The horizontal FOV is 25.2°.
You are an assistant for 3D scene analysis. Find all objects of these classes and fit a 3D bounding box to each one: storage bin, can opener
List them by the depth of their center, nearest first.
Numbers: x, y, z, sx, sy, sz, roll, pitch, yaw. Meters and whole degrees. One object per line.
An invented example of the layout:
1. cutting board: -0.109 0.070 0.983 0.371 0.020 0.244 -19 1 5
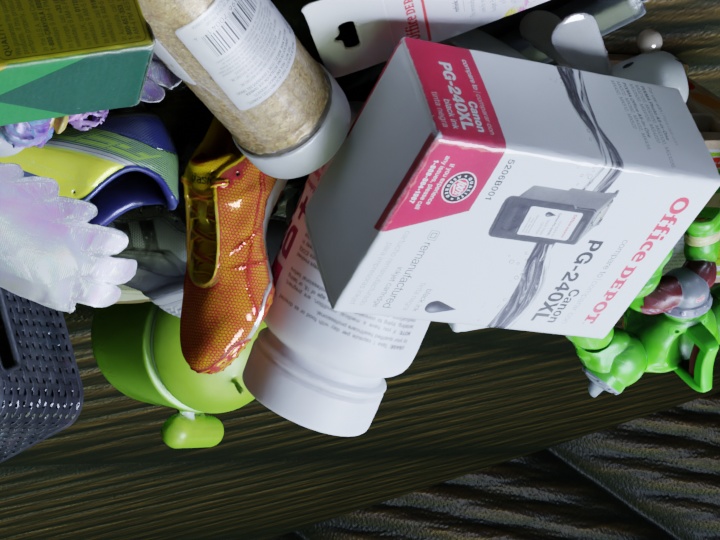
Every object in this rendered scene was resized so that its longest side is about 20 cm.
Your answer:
1. can opener: 0.161 -0.192 1.055 0.199 0.053 0.066 -28 129 23
2. storage bin: -0.320 0.082 1.209 0.199 0.136 0.094 -27 161 25

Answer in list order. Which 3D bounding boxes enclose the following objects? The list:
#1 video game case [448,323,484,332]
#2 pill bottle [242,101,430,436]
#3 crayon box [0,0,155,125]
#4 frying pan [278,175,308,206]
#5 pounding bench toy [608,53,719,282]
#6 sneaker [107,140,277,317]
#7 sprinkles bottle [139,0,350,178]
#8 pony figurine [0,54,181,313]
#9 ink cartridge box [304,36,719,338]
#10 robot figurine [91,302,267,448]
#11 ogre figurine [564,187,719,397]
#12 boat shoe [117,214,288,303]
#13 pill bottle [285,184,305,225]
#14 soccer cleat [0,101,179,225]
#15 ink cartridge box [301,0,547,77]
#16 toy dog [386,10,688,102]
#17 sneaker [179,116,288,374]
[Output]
1. video game case: 0.105 -0.027 1.258 0.142 0.200 0.018 -9 127 -15
2. pill bottle: 0.000 0.000 1.068 0.113 0.113 0.201 4 113 -53
3. crayon box: -0.204 -0.122 0.704 0.198 0.128 0.051 -11 155 -23
4. frying pan: -0.049 -0.087 1.176 0.114 0.031 0.190 -15 166 -21
5. pounding bench toy: 0.197 -0.082 1.217 0.199 0.156 0.125 -4 125 -41
6. sneaker: -0.156 -0.044 1.109 0.199 0.076 0.114 21 103 -21
7. sprinkles bottle: -0.074 -0.125 0.857 0.068 0.069 0.200 -23 146 13
8. pony figurine: -0.195 -0.083 0.839 0.191 0.168 0.200 15 167 -8
9. ink cartridge box: 0.089 -0.043 0.944 0.199 0.084 0.146 7 135 -27
10. robot figurine: -0.140 0.053 1.293 0.115 0.177 0.199 10 175 -35
11. ogre figurine: 0.213 0.017 1.116 0.199 0.098 0.121 -32 129 -35
12. boat shoe: -0.135 -0.014 1.193 0.199 0.072 0.066 -3 157 -2
13. pill bottle: 0.053 -0.065 1.163 0.200 0.114 0.113 -38 159 14
14. soccer cleat: -0.210 -0.048 1.013 0.199 0.084 0.065 -16 163 -12
15. ink cartridge box: 0.058 -0.187 0.900 0.199 0.068 0.117 -20 165 1
16. toy dog: 0.096 -0.137 0.997 0.198 0.097 0.132 -6 -170 -23
17. sneaker: -0.092 -0.034 1.041 0.073 0.202 0.077 2 168 40
